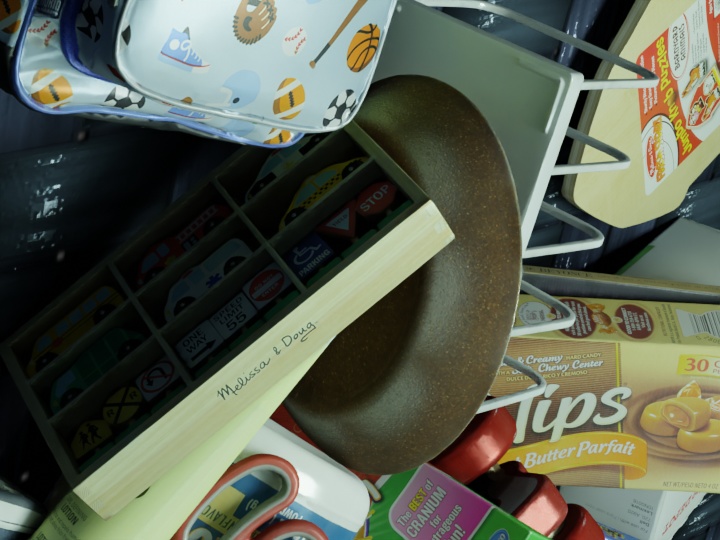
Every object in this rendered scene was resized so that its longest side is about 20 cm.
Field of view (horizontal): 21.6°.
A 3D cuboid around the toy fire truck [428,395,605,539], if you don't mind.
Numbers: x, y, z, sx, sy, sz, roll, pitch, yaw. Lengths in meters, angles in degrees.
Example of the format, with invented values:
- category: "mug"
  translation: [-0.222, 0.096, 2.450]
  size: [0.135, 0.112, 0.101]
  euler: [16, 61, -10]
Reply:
- category: "toy fire truck"
  translation: [0.033, 0.166, 1.106]
  size: [0.168, 0.200, 0.112]
  euler: [-43, 104, -18]

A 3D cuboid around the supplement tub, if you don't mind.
- category: "supplement tub"
  translation: [-0.102, 0.159, 0.954]
  size: [0.200, 0.145, 0.145]
  euler: [-58, 146, -3]

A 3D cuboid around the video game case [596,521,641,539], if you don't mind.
- category: "video game case"
  translation: [0.117, 0.252, 1.293]
  size: [0.200, 0.045, 0.181]
  euler: [24, 98, -12]

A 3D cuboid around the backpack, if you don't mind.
- category: "backpack"
  translation: [-0.070, -0.151, 0.772]
  size: [0.200, 0.154, 0.191]
  euler: [6, 100, -51]

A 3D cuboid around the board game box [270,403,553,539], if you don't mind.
- category: "board game box"
  translation: [-0.014, 0.161, 1.022]
  size: [0.153, 0.200, 0.040]
  euler: [-59, 146, -2]

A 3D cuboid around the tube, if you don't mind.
- category: "tube"
  translation: [-0.093, 0.088, 0.864]
  size: [0.200, 0.058, 0.052]
  euler: [-50, 171, -1]

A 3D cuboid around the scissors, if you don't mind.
- category: "scissors"
  translation: [-0.099, 0.167, 0.876]
  size: [0.200, 0.014, 0.073]
  euler: [-39, 103, -6]

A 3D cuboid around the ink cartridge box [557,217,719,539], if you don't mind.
- category: "ink cartridge box"
  translation: [0.217, 0.084, 1.349]
  size: [0.146, 0.084, 0.200]
  euler: [-33, 140, -54]

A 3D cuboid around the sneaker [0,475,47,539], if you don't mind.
- category: "sneaker"
  translation: [-0.236, 0.137, 0.820]
  size: [0.202, 0.077, 0.146]
  euler: [22, 94, -55]

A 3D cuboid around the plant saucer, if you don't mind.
- category: "plant saucer"
  translation: [0.000, 0.000, 0.932]
  size: [0.037, 0.200, 0.201]
  euler: [6, 110, -38]

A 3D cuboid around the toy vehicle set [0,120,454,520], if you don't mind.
- category: "toy vehicle set"
  translation: [-0.066, 0.011, 0.864]
  size: [0.200, 0.124, 0.027]
  euler: [-39, 129, -3]

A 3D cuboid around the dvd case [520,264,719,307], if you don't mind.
- category: "dvd case"
  translation: [0.171, 0.071, 1.241]
  size: [0.016, 0.200, 0.149]
  euler: [-93, -169, -61]

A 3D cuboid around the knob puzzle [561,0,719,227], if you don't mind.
- category: "knob puzzle"
  translation: [0.190, -0.114, 1.235]
  size: [0.220, 0.030, 0.220]
  euler: [-33, 139, -35]

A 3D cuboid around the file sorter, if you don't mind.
- category: "file sorter"
  translation: [0.056, -0.037, 1.025]
  size: [0.124, 0.139, 0.200]
  euler: [-7, 120, -54]

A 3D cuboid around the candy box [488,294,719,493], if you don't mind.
- category: "candy box"
  translation: [0.155, 0.079, 1.202]
  size: [0.055, 0.200, 0.116]
  euler: [-92, -174, -59]
